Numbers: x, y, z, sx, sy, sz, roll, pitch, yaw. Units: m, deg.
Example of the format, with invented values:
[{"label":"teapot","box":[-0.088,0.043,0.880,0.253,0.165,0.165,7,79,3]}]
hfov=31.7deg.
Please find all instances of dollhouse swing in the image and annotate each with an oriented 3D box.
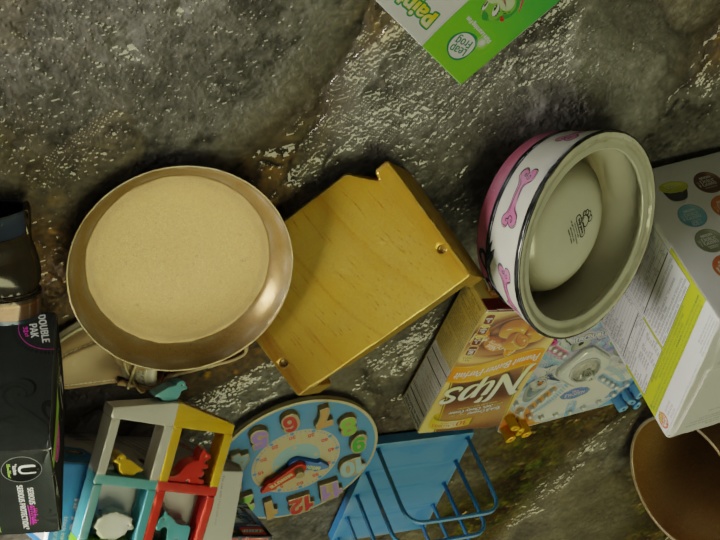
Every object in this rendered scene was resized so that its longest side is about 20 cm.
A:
[{"label":"dollhouse swing","box":[0.000,0.000,1.232,0.199,0.176,0.183,-35,99,13]}]

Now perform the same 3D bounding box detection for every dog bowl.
[{"label":"dog bowl","box":[0.190,-0.042,1.201,0.198,0.073,0.203,-20,121,-37]}]

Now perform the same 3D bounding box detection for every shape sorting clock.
[{"label":"shape sorting clock","box":[-0.073,0.215,1.430,0.197,0.040,0.202,-16,141,-13]}]

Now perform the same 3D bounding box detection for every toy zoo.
[{"label":"toy zoo","box":[-0.191,0.197,1.165,0.130,0.020,0.203,14,94,-36]}]

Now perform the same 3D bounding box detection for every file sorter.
[{"label":"file sorter","box":[0.066,0.303,1.540,0.137,0.124,0.202,-4,136,-26]}]

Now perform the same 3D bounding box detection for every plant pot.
[{"label":"plant pot","box":[0.495,0.250,1.688,0.198,0.187,0.188,-18,143,-30]},{"label":"plant pot","box":[-0.157,-0.004,1.108,0.196,0.028,0.203,-7,120,-12]}]

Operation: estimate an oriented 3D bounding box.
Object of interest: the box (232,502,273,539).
[{"label":"box","box":[-0.202,0.281,1.341,0.197,0.137,0.041,3,93,-17]}]

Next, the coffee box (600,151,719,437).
[{"label":"coffee box","box":[0.381,0.015,1.324,0.197,0.199,0.202,-14,142,-15]}]

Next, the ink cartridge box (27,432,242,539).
[{"label":"ink cartridge box","box":[-0.237,0.213,1.243,0.198,0.146,0.087,11,89,-35]}]

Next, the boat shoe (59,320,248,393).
[{"label":"boat shoe","box":[-0.198,0.075,1.179,0.197,0.070,0.074,-17,141,-11]}]

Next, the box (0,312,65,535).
[{"label":"box","box":[-0.352,0.131,1.069,0.196,0.150,0.125,-1,138,-10]}]

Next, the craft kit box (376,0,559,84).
[{"label":"craft kit box","box":[0.096,-0.266,0.978,0.197,0.049,0.199,-37,140,18]}]

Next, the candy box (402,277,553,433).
[{"label":"candy box","box":[0.136,0.093,1.393,0.114,0.056,0.202,-1,135,-28]}]

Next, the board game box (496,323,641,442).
[{"label":"board game box","box":[0.270,0.120,1.521,0.197,0.026,0.202,-12,140,-16]}]

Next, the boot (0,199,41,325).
[{"label":"boot","box":[-0.355,-0.011,1.017,0.197,0.075,0.098,-1,115,-23]}]
